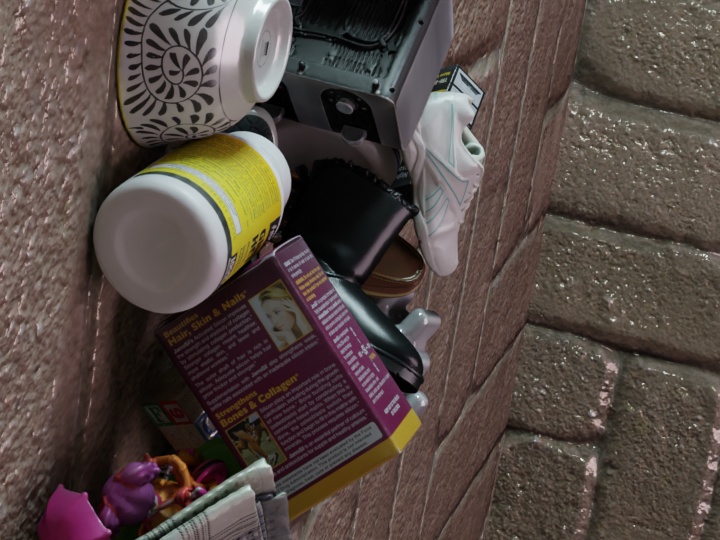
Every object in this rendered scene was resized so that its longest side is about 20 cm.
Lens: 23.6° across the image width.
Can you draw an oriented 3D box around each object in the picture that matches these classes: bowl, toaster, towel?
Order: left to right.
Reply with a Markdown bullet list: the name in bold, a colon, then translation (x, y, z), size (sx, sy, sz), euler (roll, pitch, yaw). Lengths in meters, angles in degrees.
- **towel**: translation (-0.134, 0.263, 1.389), size (0.199, 0.035, 0.193), euler (-32, 139, -24)
- **bowl**: translation (-0.113, -0.190, 1.400), size (0.201, 0.094, 0.202), euler (13, 90, -76)
- **toaster**: translation (-0.018, -0.222, 1.567), size (0.119, 0.180, 0.201), euler (79, 30, -61)

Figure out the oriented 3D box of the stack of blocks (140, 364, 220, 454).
- **stack of blocks**: translation (-0.100, 0.098, 1.608), size (0.115, 0.058, 0.200), euler (55, 52, -22)

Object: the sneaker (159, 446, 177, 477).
- **sneaker**: translation (-0.144, 0.120, 1.661), size (0.085, 0.078, 0.201), euler (45, 60, -31)

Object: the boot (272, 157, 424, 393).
- **boot**: translation (0.001, 0.001, 1.565), size (0.163, 0.197, 0.073), euler (-59, 168, -16)

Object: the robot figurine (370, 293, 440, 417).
- **robot figurine**: translation (-0.010, 0.099, 1.720), size (0.200, 0.170, 0.113), euler (-47, 162, 9)

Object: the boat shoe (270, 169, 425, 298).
- **boat shoe**: translation (-0.026, -0.039, 1.654), size (0.072, 0.199, 0.068), euler (-64, -175, -29)

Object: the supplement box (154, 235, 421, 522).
- **supplement box**: translation (-0.060, 0.092, 1.463), size (0.201, 0.131, 0.103), euler (58, 15, -2)

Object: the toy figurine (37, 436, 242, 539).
- **toy figurine**: translation (-0.182, 0.210, 1.420), size (0.200, 0.150, 0.184), euler (-53, 154, 0)

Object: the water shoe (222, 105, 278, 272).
- **water shoe**: translation (-0.119, -0.069, 1.583), size (0.079, 0.071, 0.201), euler (-92, -167, -61)

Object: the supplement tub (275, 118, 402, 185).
- **supplement tub**: translation (-0.006, -0.185, 1.716), size (0.146, 0.145, 0.201), euler (81, 27, -57)

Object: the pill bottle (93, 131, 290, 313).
- **pill bottle**: translation (-0.130, -0.049, 1.426), size (0.200, 0.112, 0.113), euler (-47, 148, -62)

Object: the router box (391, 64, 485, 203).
- **router box**: translation (0.022, -0.121, 1.804), size (0.052, 0.199, 0.158), euler (41, 56, -31)

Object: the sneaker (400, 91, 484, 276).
- **sneaker**: translation (0.083, -0.081, 1.649), size (0.071, 0.080, 0.201), euler (-98, 178, -56)
